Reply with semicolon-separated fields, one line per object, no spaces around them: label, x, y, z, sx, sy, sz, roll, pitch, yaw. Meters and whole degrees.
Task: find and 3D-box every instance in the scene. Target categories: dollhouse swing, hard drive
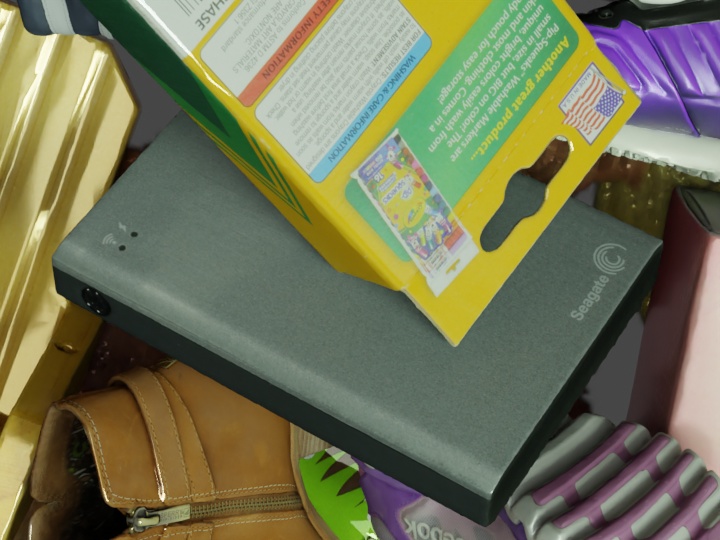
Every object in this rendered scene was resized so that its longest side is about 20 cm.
dollhouse swing;-0.200;-0.013;0.860;0.198;0.182;0.177;21;113;-3
hard drive;0.000;0.000;0.840;0.199;0.140;0.033;27;146;18

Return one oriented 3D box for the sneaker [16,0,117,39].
sneaker;-0.094;-0.183;0.804;0.107;0.070;0.202;-3;90;6

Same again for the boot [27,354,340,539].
boot;-0.061;0.127;0.863;0.076;0.155;0.202;10;105;36

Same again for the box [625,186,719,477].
box;0.177;0.079;0.890;0.126;0.109;0.202;9;102;-1

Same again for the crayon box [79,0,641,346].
crayon box;0.000;-0.085;0.777;0.126;0.051;0.200;-51;120;-14

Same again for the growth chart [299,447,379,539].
growth chart;-0.011;0.065;0.939;0.144;0.018;0.201;31;104;-4

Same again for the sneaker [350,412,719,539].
sneaker;0.069;0.102;0.846;0.080;0.199;0.089;-24;123;-36

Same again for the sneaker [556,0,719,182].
sneaker;0.129;-0.093;0.879;0.198;0.070;0.101;15;96;-6

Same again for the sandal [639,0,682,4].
sandal;0.048;-0.162;0.845;0.201;0.083;0.050;18;121;5
